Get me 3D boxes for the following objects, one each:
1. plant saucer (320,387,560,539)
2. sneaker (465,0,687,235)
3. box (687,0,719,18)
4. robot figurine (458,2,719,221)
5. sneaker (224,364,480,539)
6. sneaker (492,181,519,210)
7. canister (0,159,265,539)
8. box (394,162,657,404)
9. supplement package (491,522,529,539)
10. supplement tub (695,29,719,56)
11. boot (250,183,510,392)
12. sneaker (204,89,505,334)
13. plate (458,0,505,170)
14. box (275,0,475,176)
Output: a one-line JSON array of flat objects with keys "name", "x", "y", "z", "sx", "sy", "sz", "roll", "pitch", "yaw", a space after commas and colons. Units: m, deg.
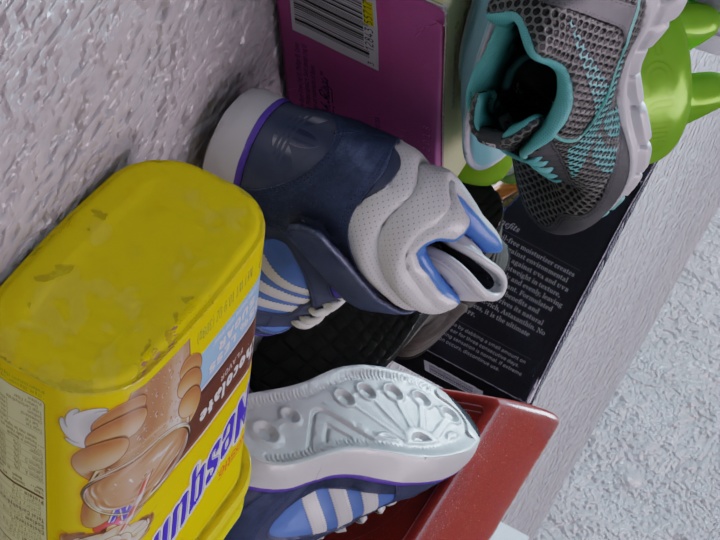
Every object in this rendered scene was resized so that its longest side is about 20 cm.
[{"name": "plant saucer", "x": -0.007, "y": 0.136, "z": 1.164, "sx": 0.200, "sy": 0.200, "sz": 0.037, "roll": -54, "pitch": 135, "yaw": -32}, {"name": "sneaker", "x": 0.080, "y": -0.076, "z": 0.827, "sx": 0.091, "sy": 0.078, "sz": 0.200, "roll": -38, "pitch": 152, "yaw": -24}, {"name": "box", "x": 0.207, "y": -0.262, "z": 1.134, "sx": 0.176, "sy": 0.200, "sz": 0.097, "roll": -58, "pitch": 165, "yaw": -22}, {"name": "robot figurine", "x": 0.114, "y": -0.113, "z": 1.112, "sx": 0.116, "sy": 0.200, "sz": 0.176, "roll": 161, "pitch": -80, "yaw": -72}, {"name": "sneaker", "x": -0.038, "y": 0.134, "z": 1.091, "sx": 0.200, "sy": 0.081, "sz": 0.146, "roll": -3, "pitch": 136, "yaw": -45}, {"name": "sneaker", "x": 0.078, "y": -0.090, "z": 1.250, "sx": 0.200, "sy": 0.088, "sz": 0.075, "roll": -42, "pitch": 166, "yaw": 19}, {"name": "canister", "x": -0.106, "y": 0.065, "z": 0.848, "sx": 0.149, "sy": 0.087, "sz": 0.200, "roll": -52, "pitch": 160, "yaw": -39}, {"name": "box", "x": 0.114, "y": -0.005, "z": 1.389, "sx": 0.198, "sy": 0.123, "sz": 0.200, "roll": -61, "pitch": 173, "yaw": -8}, {"name": "supplement package", "x": 0.062, "y": 0.309, "z": 1.801, "sx": 0.200, "sy": 0.120, "sz": 0.121, "roll": -32, "pitch": 145, "yaw": -64}, {"name": "supplement tub", "x": 0.323, "y": -0.296, "z": 1.598, "sx": 0.140, "sy": 0.140, "sz": 0.200, "roll": -38, "pitch": 152, "yaw": -59}, {"name": "boot", "x": 0.022, "y": 0.034, "z": 1.191, "sx": 0.200, "sy": 0.068, "sz": 0.131, "roll": -42, "pitch": 160, "yaw": -10}, {"name": "sneaker", "x": 0.000, "y": 0.000, "z": 0.945, "sx": 0.081, "sy": 0.146, "sz": 0.200, "roll": -57, "pitch": 164, "yaw": -25}, {"name": "plate", "x": 0.089, "y": -0.142, "z": 0.895, "sx": 0.200, "sy": 0.026, "sz": 0.200, "roll": -57, "pitch": 165, "yaw": -25}, {"name": "box", "x": 0.049, "y": -0.171, "z": 0.948, "sx": 0.200, "sy": 0.097, "sz": 0.176, "roll": -56, "pitch": 164, "yaw": -22}]
